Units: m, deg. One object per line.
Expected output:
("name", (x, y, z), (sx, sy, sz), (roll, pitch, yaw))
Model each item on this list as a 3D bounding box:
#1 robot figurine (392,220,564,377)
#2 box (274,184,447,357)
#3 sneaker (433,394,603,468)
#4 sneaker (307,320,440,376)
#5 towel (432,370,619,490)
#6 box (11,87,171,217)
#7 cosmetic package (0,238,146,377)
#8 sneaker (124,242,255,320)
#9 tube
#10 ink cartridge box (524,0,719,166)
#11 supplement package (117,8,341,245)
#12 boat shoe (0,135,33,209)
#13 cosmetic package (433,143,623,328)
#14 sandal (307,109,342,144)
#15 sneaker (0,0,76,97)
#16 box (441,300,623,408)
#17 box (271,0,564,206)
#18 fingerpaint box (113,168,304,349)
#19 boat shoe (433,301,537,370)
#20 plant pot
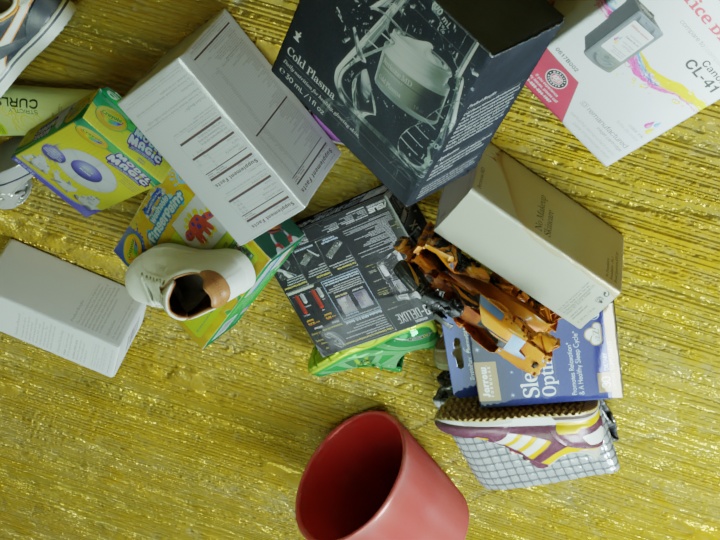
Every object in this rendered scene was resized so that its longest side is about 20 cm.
("robot figurine", (0.123, 0.021, 1.308), (0.199, 0.145, 0.058), (37, 116, -4))
("box", (0.000, 0.000, 1.430), (0.199, 0.050, 0.159), (-22, 106, 35))
("sneaker", (0.185, 0.193, 1.452), (0.197, 0.075, 0.091), (-3, 117, 19))
("sneaker", (0.013, 0.101, 1.538), (0.199, 0.074, 0.084), (-22, 121, 36))
("towel", (0.211, 0.177, 1.534), (0.198, 0.086, 0.167), (-15, 119, 25))
("box", (-0.288, -0.129, 1.363), (0.117, 0.049, 0.199), (40, 144, -26))
("cosmetic package", (-0.391, 0.049, 1.616), (0.198, 0.102, 0.074), (23, 135, -1))
("sneaker", (-0.214, 0.016, 1.389), (0.198, 0.085, 0.073), (-7, 114, 42))
("tube", (-0.370, -0.182, 1.421), (0.198, 0.059, 0.052), (6, 175, 22))
("ink cartridge box", (0.261, -0.209, 1.137), (0.147, 0.086, 0.199), (41, 135, -19))
("supplement package", (-0.135, -0.148, 1.301), (0.109, 0.114, 0.200), (-26, 111, 38))
("boat shoe", (-0.433, -0.106, 1.502), (0.199, 0.072, 0.066), (-20, 128, 35))
("cosmetic package", (0.182, -0.039, 1.315), (0.199, 0.104, 0.073), (33, 128, -14))
("sandal", (0.033, -0.155, 1.297), (0.200, 0.050, 0.083), (3, 132, 19))
("sneaker", (-0.395, -0.246, 1.345), (0.079, 0.079, 0.200), (38, 121, -23))
("box", (0.193, 0.094, 1.402), (0.197, 0.032, 0.123), (-5, 113, 14))
("box", (0.047, -0.207, 1.138), (0.200, 0.124, 0.197), (45, 136, 15))
("fingerpaint box", (-0.180, -0.033, 1.441), (0.167, 0.073, 0.200), (46, 135, 6))
("boat shoe", (0.164, 0.057, 1.448), (0.199, 0.074, 0.063), (-26, 113, 24))
("plant pot", (0.041, 0.318, 1.669), (0.199, 0.202, 0.177), (-24, 130, 36))
